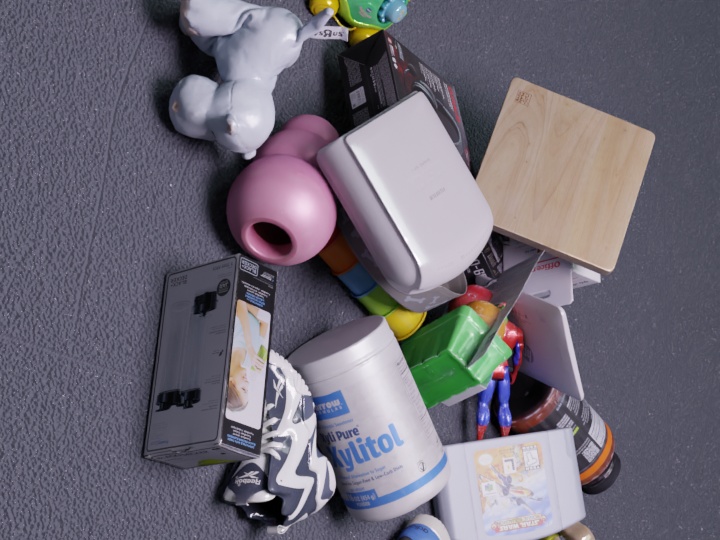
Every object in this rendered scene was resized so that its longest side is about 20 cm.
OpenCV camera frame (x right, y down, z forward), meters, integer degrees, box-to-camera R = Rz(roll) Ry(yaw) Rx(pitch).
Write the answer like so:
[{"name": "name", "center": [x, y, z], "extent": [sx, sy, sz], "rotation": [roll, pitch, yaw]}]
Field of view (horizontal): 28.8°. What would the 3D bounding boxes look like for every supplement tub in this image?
[{"name": "supplement tub", "center": [0.272, 0.219, 1.892], "extent": [0.200, 0.106, 0.108], "rotation": [47, 48, -30]}, {"name": "supplement tub", "center": [0.010, 0.168, 1.588], "extent": [0.132, 0.131, 0.202], "rotation": [-36, 106, -47]}]

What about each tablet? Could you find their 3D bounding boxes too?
[{"name": "tablet", "center": [0.213, 0.084, 1.794], "extent": [0.014, 0.200, 0.131], "rotation": [-24, 112, -20]}]

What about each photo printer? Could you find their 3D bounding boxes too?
[{"name": "photo printer", "center": [0.058, -0.082, 1.566], "extent": [0.166, 0.069, 0.201], "rotation": [-35, 96, -44]}]

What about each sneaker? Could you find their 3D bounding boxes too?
[{"name": "sneaker", "center": [0.095, 0.399, 1.655], "extent": [0.201, 0.076, 0.111], "rotation": [61, 36, -9]}, {"name": "sneaker", "center": [-0.105, 0.189, 1.489], "extent": [0.130, 0.079, 0.201], "rotation": [-42, 120, -55]}]

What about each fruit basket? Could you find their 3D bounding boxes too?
[{"name": "fruit basket", "center": [0.136, 0.074, 1.721], "extent": [0.094, 0.185, 0.200], "rotation": [49, 46, -8]}]

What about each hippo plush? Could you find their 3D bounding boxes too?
[{"name": "hippo plush", "center": [-0.123, -0.205, 1.542], "extent": [0.159, 0.198, 0.163], "rotation": [32, 72, -75]}]

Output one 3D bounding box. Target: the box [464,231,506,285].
[{"name": "box", "center": [0.197, -0.055, 1.930], "extent": [0.200, 0.049, 0.159], "rotation": [-44, 111, -46]}]

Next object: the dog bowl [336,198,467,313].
[{"name": "dog bowl", "center": [0.044, -0.036, 1.684], "extent": [0.200, 0.058, 0.201], "rotation": [46, 19, -21]}]

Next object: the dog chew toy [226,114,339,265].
[{"name": "dog chew toy", "center": [-0.076, -0.101, 1.586], "extent": [0.125, 0.124, 0.201], "rotation": [49, 38, -27]}]

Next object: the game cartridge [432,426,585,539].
[{"name": "game cartridge", "center": [0.186, 0.275, 1.760], "extent": [0.198, 0.042, 0.135], "rotation": [-6, 78, -19]}]

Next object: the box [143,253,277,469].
[{"name": "box", "center": [-0.153, 0.095, 1.438], "extent": [0.060, 0.116, 0.202], "rotation": [27, 58, -44]}]

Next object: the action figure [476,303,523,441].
[{"name": "action figure", "center": [0.172, 0.137, 1.796], "extent": [0.065, 0.052, 0.203], "rotation": [5, 100, -8]}]

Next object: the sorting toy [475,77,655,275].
[{"name": "sorting toy", "center": [0.247, -0.111, 1.778], "extent": [0.197, 0.070, 0.202], "rotation": [22, 70, 0]}]

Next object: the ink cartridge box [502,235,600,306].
[{"name": "ink cartridge box", "center": [0.252, -0.036, 1.859], "extent": [0.067, 0.115, 0.202], "rotation": [19, 65, -42]}]

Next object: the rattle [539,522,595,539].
[{"name": "rattle", "center": [0.255, 0.415, 1.846], "extent": [0.143, 0.129, 0.201], "rotation": [-47, 141, -33]}]

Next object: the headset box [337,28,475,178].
[{"name": "headset box", "center": [0.064, -0.185, 1.756], "extent": [0.199, 0.077, 0.150], "rotation": [28, 44, -51]}]

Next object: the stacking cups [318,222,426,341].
[{"name": "stacking cups", "center": [0.000, 0.000, 1.679], "extent": [0.200, 0.060, 0.061], "rotation": [47, 48, -29]}]

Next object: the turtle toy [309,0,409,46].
[{"name": "turtle toy", "center": [-0.002, -0.381, 1.760], "extent": [0.199, 0.100, 0.147], "rotation": [35, 54, -37]}]
